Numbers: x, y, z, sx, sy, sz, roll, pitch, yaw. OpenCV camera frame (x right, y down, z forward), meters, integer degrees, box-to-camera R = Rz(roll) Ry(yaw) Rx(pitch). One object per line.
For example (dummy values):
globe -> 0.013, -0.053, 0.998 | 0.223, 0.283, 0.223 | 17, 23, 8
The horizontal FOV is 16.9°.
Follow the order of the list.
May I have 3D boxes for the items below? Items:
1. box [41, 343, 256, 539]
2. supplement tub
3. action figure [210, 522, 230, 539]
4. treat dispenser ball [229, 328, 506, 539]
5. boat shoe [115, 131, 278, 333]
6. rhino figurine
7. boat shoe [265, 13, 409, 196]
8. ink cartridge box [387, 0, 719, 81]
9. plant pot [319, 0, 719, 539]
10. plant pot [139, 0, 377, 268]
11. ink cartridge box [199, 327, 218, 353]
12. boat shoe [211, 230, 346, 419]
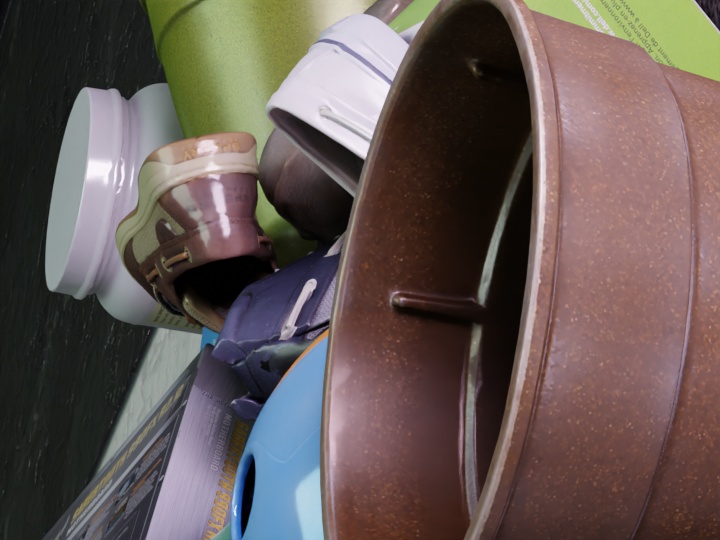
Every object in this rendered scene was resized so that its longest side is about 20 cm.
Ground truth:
box -> -0.117, 0.153, 1.169 | 0.200, 0.048, 0.159 | -49, 18, 37
supplement tub -> -0.079, -0.032, 1.451 | 0.145, 0.199, 0.146 | -170, 90, -74
action figure -> 0.023, 0.179, 1.038 | 0.055, 0.200, 0.118 | -56, -15, 24
treat dispenser ball -> 0.050, 0.099, 0.910 | 0.201, 0.200, 0.202 | -170, 90, -75
boat shoe -> -0.073, -0.001, 1.154 | 0.200, 0.072, 0.072 | 117, 138, -71
rhino figurine -> 0.021, -0.096, 1.164 | 0.200, 0.060, 0.087 | -56, -29, -4
boat shoe -> 0.042, -0.019, 1.031 | 0.067, 0.200, 0.074 | -44, -9, -22
ink cartridge box -> 0.046, -0.124, 1.031 | 0.076, 0.200, 0.148 | -46, 11, -22
plant pot -> 0.109, 0.027, 0.746 | 0.200, 0.197, 0.201 | -171, 90, -74
plant pot -> -0.009, -0.075, 1.297 | 0.200, 0.199, 0.194 | 133, 131, -63
ink cartridge box -> -0.001, 0.103, 1.190 | 0.200, 0.084, 0.145 | 7, 88, 52
boat shoe -> 0.000, 0.000, 1.111 | 0.200, 0.092, 0.075 | -54, -49, -59
